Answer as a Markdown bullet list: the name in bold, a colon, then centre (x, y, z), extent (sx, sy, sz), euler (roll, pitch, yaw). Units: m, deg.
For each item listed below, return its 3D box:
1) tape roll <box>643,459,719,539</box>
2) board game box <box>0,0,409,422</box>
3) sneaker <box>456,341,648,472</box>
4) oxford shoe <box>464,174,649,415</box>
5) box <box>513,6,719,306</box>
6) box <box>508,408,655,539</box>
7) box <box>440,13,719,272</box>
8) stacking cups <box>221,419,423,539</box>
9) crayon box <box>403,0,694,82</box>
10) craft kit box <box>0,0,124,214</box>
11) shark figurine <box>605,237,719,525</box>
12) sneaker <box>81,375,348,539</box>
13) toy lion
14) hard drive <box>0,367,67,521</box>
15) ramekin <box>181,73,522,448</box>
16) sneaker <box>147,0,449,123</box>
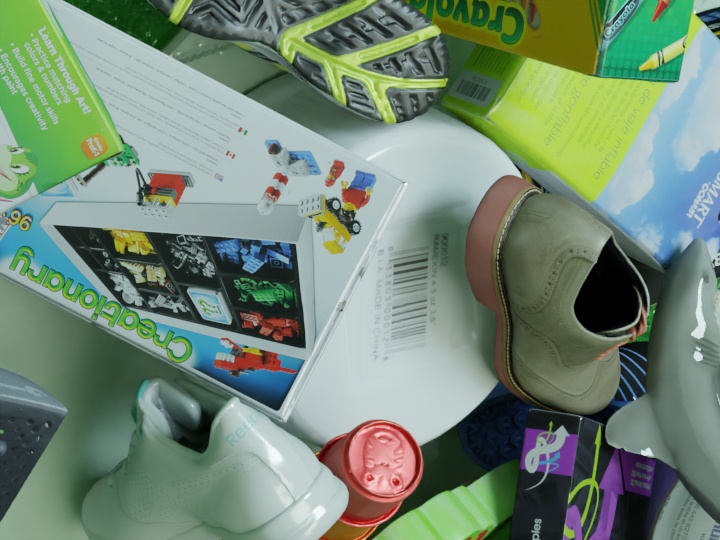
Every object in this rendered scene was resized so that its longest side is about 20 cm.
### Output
- **tape roll**: centre (0.225, 0.169, 0.999), extent (0.066, 0.200, 0.200), euler (16, 97, -24)
- **board game box**: centre (-0.094, -0.031, 0.826), extent (0.200, 0.035, 0.126), euler (28, 90, -2)
- **sneaker**: centre (0.149, 0.084, 1.099), extent (0.200, 0.078, 0.070), euler (-1, 111, -13)
- **oxford shoe**: centre (0.111, 0.030, 0.909), extent (0.071, 0.075, 0.200), euler (-60, 150, -16)
- **box**: centre (0.164, -0.058, 1.066), extent (0.200, 0.049, 0.160), euler (-19, 115, -29)
- **box**: centre (0.117, 0.184, 0.981), extent (0.143, 0.036, 0.200), euler (22, 76, -62)
- **box**: centre (0.147, -0.088, 0.981), extent (0.200, 0.048, 0.122), euler (35, 85, -39)
- **stacking cups**: centre (-0.019, 0.116, 0.907), extent (0.060, 0.200, 0.061), euler (8, 65, -16)
- **crayon box**: centre (0.078, -0.169, 0.865), extent (0.058, 0.200, 0.119), euler (-2, 107, -37)
- **craft kit box**: centre (-0.229, -0.090, 0.734), extent (0.197, 0.049, 0.200), euler (-26, 123, -1)
- **shark figurine**: centre (0.179, 0.097, 0.948), extent (0.089, 0.215, 0.128), euler (4, 130, -26)
- **sneaker**: centre (-0.088, 0.090, 0.858), extent (0.075, 0.200, 0.089), euler (-47, 109, -32)
- **toy lion**: centre (0.025, 0.166, 0.966), extent (0.200, 0.069, 0.192), euler (-33, 163, -23)
- **hard drive**: centre (-0.246, 0.084, 0.794), extent (0.200, 0.042, 0.135), euler (11, 125, -39)
- **ramekin**: centre (0.000, 0.000, 0.935), extent (0.200, 0.098, 0.201), euler (-13, 113, -32)
- **sneaker**: centre (-0.052, -0.136, 0.862), extent (0.200, 0.076, 0.075), euler (36, 90, -15)
